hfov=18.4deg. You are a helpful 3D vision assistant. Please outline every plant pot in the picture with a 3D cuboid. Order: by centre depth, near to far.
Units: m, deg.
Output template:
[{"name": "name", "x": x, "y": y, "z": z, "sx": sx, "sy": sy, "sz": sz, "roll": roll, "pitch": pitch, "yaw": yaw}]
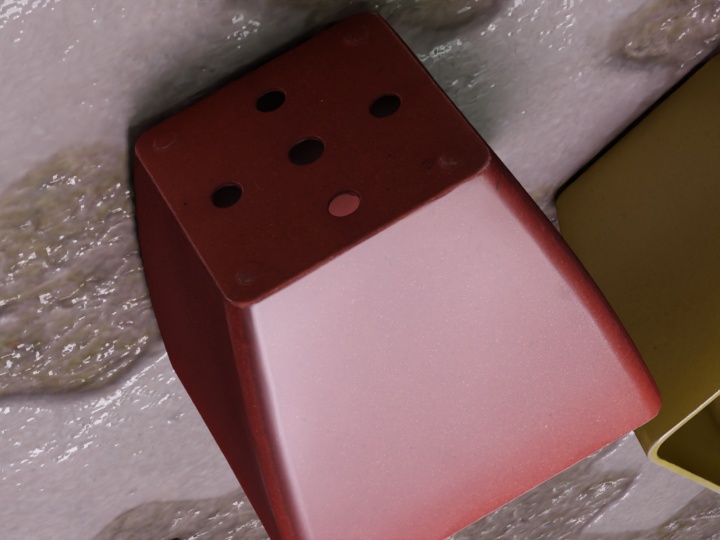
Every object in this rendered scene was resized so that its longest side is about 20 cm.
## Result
[{"name": "plant pot", "x": 0.000, "y": 0.000, "z": 1.065, "sx": 0.200, "sy": 0.200, "sz": 0.177, "roll": -29, "pitch": 137, "yaw": -6}, {"name": "plant pot", "x": 0.230, "y": -0.003, "z": 1.262, "sx": 0.200, "sy": 0.177, "sz": 0.200, "roll": -42, "pitch": 146, "yaw": 14}]
